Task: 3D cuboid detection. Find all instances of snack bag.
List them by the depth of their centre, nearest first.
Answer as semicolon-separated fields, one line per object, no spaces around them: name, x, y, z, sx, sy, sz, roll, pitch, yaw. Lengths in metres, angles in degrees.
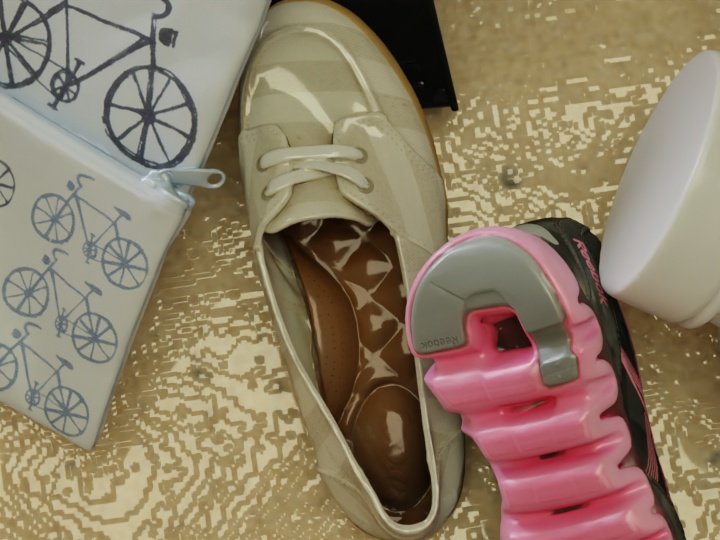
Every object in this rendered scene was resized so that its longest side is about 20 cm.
snack bag;-0.134;-0.064;0.915;0.188;0.021;0.200;29;107;15

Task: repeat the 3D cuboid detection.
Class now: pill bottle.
pill bottle;0.189;0.005;0.881;0.200;0.120;0.120;22;79;-9

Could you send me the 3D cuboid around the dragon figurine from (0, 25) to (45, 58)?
dragon figurine;-0.121;-0.103;0.955;0.200;0.059;0.099;-44;81;-9

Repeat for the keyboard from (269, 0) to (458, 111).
keyboard;0.003;-0.141;0.904;0.127;0.200;0.021;-3;37;17

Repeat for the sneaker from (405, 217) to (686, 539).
sneaker;0.081;0.071;0.912;0.079;0.095;0.200;-9;102;22

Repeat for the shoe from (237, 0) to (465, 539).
shoe;0.000;0.000;0.916;0.070;0.053;0.200;-13;91;7
